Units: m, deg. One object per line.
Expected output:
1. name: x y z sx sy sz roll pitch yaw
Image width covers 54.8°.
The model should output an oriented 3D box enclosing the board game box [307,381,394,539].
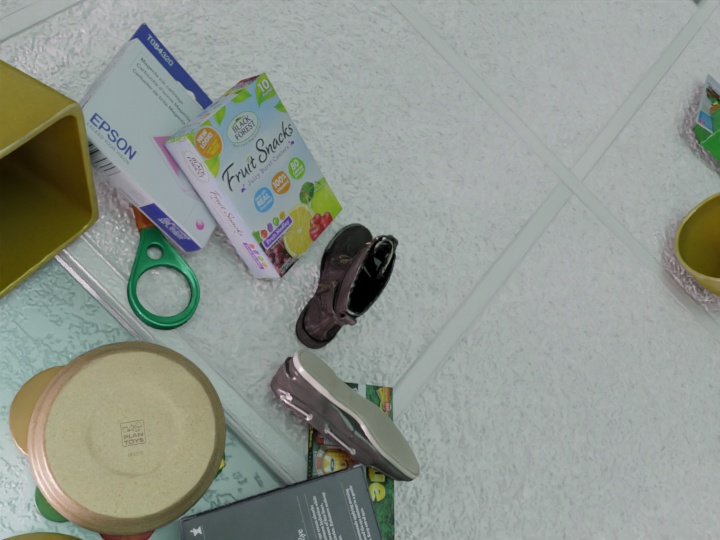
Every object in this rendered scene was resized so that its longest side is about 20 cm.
1. board game box: -0.011 0.230 0.807 0.105 0.023 0.200 10 65 -24

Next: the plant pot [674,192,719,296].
1. plant pot: 0.639 -0.020 1.133 0.142 0.200 0.200 47 53 -32

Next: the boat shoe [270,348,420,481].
1. boat shoe: -0.017 0.173 0.790 0.200 0.057 0.067 45 22 -6

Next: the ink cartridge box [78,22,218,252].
1. ink cartridge box: -0.216 -0.158 0.801 0.196 0.043 0.200 48 47 -36

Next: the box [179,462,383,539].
1. box: -0.065 0.315 0.678 0.182 0.104 0.200 -11 74 -18

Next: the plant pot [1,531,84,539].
1. plant pot: -0.275 0.318 0.571 0.200 0.142 0.200 10 64 -21

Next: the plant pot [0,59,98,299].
1. plant pot: -0.405 -0.100 0.667 0.200 0.194 0.196 36 57 8

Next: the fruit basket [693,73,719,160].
1. fruit basket: 0.728 -0.280 1.335 0.185 0.094 0.200 40 54 -5

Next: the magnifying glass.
1. magnifying glass: -0.241 -0.027 0.808 0.079 0.022 0.200 -10 75 -29

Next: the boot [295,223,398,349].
1. boot: 0.000 0.000 0.818 0.069 0.174 0.200 28 60 -12

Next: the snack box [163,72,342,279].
1. snack box: -0.119 -0.109 0.827 0.142 0.053 0.200 -52 124 -35

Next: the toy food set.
1. toy food set: -0.236 0.171 0.708 0.200 0.049 0.198 -22 80 -31
